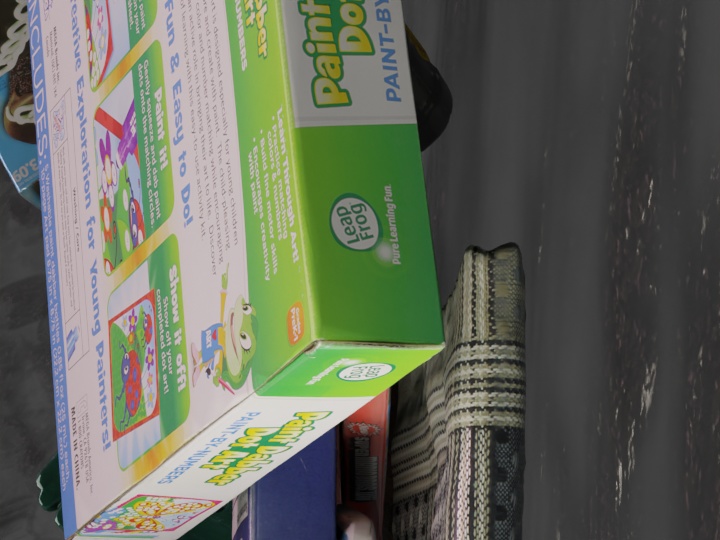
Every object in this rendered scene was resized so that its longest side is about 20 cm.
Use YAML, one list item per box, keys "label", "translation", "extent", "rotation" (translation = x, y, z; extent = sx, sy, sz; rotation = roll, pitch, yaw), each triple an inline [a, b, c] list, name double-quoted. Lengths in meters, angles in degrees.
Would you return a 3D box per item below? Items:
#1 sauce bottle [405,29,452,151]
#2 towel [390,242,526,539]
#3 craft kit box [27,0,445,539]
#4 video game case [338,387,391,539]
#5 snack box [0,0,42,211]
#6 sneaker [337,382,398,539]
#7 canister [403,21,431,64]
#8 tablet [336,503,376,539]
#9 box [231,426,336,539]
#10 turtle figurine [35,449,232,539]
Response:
- label: "sauce bottle"
  translation: [-0.026, -0.112, 0.881]
  extent: [0.200, 0.064, 0.065]
  rotation: [50, -151, -43]
- label: "towel"
  translation: [0.023, 0.100, 0.755]
  extent: [0.200, 0.034, 0.194]
  rotation: [108, 164, -79]
- label: "craft kit box"
  translation: [-0.047, -0.039, 0.753]
  extent: [0.197, 0.048, 0.202]
  rotation: [139, 129, -58]
- label: "video game case"
  translation: [0.000, 0.000, 0.859]
  extent: [0.200, 0.017, 0.144]
  rotation: [90, 179, -66]
- label: "snack box"
  translation: [-0.078, -0.127, 1.016]
  extent: [0.117, 0.199, 0.037]
  rotation: [58, -178, 17]
- label: "sneaker"
  translation: [-0.011, 0.085, 0.979]
  extent: [0.070, 0.075, 0.202]
  rotation: [128, 145, -84]
- label: "canister"
  translation: [-0.040, -0.064, 1.124]
  extent: [0.149, 0.086, 0.200]
  rotation: [51, 158, 16]
- label: "tablet"
  translation: [-0.007, 0.180, 0.808]
  extent: [0.130, 0.014, 0.202]
  rotation: [152, 120, -84]
- label: "box"
  translation: [-0.027, 0.096, 0.819]
  extent: [0.121, 0.032, 0.202]
  rotation: [116, 156, -78]
- label: "turtle figurine"
  translation: [-0.060, 0.125, 1.105]
  extent: [0.200, 0.148, 0.102]
  rotation: [47, -132, -63]
